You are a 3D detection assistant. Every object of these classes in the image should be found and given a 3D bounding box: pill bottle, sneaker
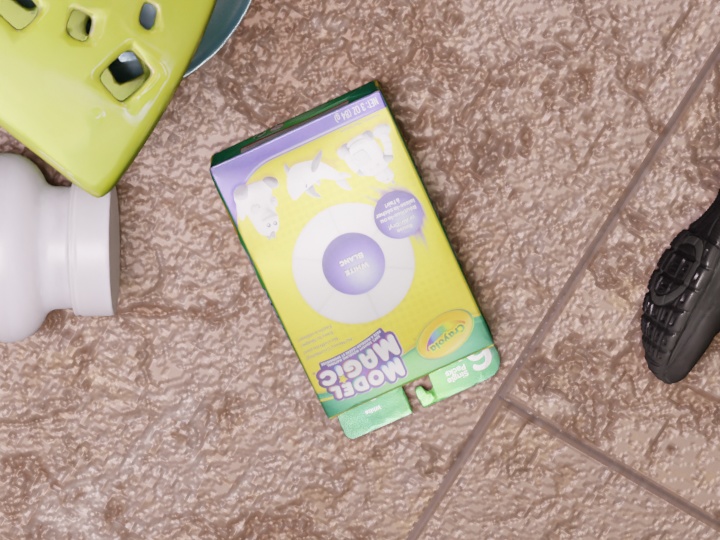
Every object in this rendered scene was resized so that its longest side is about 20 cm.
[{"bbox_3d":[-0.244,-0.013,1.254,0.199,0.112,0.113,-1,103,-2],"label":"pill bottle"},{"bbox_3d":[0.243,-0.012,1.296,0.090,0.076,0.201,26,103,-15],"label":"sneaker"}]

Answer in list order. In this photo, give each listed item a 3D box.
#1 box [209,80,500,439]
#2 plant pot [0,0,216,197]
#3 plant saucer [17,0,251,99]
[{"bbox_3d":[0.000,0.000,1.301,0.117,0.048,0.201,-25,105,4],"label":"box"},{"bbox_3d":[-0.160,-0.175,1.154,0.199,0.200,0.182,38,92,-10],"label":"plant pot"},{"bbox_3d":[-0.155,-0.201,1.257,0.199,0.027,0.201,-1,103,-3],"label":"plant saucer"}]
